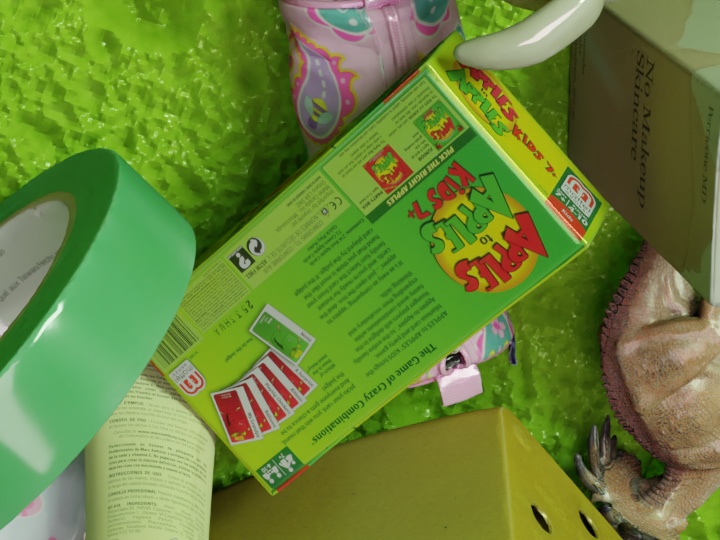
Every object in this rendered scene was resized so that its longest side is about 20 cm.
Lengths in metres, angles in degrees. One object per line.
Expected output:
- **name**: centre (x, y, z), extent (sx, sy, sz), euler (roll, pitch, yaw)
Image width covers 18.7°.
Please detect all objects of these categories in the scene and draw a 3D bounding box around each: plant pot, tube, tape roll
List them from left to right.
- **tape roll**: centre (-0.155, 0.038, 0.920), extent (0.200, 0.201, 0.048), euler (-44, 111, 4)
- **tube**: centre (-0.093, 0.093, 0.971), extent (0.052, 0.201, 0.058), euler (-21, 138, 20)
- **plant pot**: centre (0.038, 0.183, 0.993), extent (0.176, 0.201, 0.200), euler (-34, 113, 17)

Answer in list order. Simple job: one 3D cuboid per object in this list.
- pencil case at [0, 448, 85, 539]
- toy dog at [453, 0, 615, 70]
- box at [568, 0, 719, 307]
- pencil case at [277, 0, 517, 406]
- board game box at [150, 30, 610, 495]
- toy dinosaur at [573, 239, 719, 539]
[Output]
- **pencil case**: centre (-0.203, 0.135, 1.001), extent (0.198, 0.091, 0.084), euler (-11, 133, -11)
- **toy dog**: centre (0.026, -0.184, 0.919), extent (0.198, 0.139, 0.196), euler (12, 87, 15)
- **box**: centre (0.157, -0.062, 0.959), extent (0.077, 0.200, 0.096), euler (-4, 109, -11)
- **pencil case**: centre (0.019, -0.043, 0.997), extent (0.087, 0.087, 0.202), euler (-13, 110, -8)
- **board game box**: centre (0.000, 0.000, 0.949), extent (0.102, 0.048, 0.200), euler (47, 119, -6)
- **toy dinosaur**: centre (0.149, 0.059, 1.065), extent (0.134, 0.086, 0.202), euler (-19, 106, 2)
